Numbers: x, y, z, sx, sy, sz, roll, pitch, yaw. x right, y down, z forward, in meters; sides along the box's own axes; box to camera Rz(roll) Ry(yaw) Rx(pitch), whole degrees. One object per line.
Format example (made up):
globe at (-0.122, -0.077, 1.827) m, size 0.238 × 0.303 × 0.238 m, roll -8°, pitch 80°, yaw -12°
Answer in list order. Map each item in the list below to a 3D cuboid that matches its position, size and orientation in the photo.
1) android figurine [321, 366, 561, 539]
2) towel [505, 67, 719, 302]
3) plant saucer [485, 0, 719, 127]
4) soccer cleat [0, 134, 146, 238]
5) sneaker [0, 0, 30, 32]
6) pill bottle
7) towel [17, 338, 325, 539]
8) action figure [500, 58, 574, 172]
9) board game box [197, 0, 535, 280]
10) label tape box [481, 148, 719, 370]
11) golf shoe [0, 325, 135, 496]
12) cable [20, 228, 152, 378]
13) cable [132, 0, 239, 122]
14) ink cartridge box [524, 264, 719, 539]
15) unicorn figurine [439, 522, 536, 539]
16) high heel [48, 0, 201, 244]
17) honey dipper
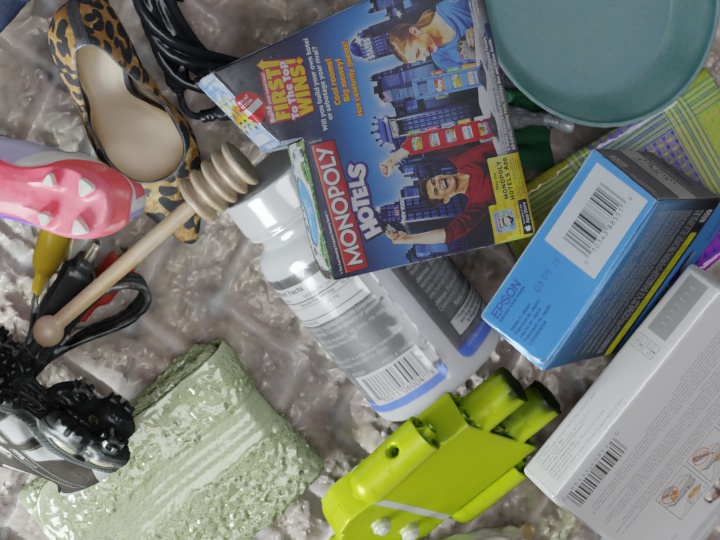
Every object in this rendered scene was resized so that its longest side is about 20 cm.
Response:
android figurine at (0.052, 0.149, 1.597) m, size 0.200 × 0.182 × 0.041 m, roll -41°, pitch 63°, yaw 13°
towel at (0.204, -0.043, 1.625) m, size 0.199 × 0.023 × 0.144 m, roll -34°, pitch 115°, yaw 2°
plant saucer at (0.164, -0.201, 1.567) m, size 0.199 × 0.036 × 0.201 m, roll 1°, pitch 88°, yaw -22°
soccer cleat at (-0.246, -0.068, 1.542) m, size 0.199 × 0.076 × 0.067 m, roll 17°, pitch 101°, yaw 22°
sneaker at (-0.192, -0.233, 1.509) m, size 0.108 × 0.070 × 0.201 m, roll 30°, pitch 95°, yaw 10°
pill bottle at (0.000, 0.000, 1.575) m, size 0.114 × 0.114 × 0.200 m, roll -38°, pitch 103°, yaw 2°
towel at (-0.139, 0.161, 1.633) m, size 0.200 × 0.036 × 0.149 m, roll -39°, pitch 104°, yaw 2°
action figure at (0.056, -0.124, 1.567) m, size 0.199 × 0.055 × 0.119 m, roll -3°, pitch 91°, yaw -20°
board game box at (-0.001, -0.099, 1.490) m, size 0.199 × 0.062 × 0.201 m, roll -12°, pitch 89°, yaw -14°
label tape box at (0.179, -0.010, 1.560) m, size 0.063 × 0.200 × 0.145 m, roll 39°, pitch 106°, yaw 18°
golf shoe at (-0.261, 0.097, 1.555) m, size 0.200 × 0.078 × 0.095 m, roll 35°, pitch 128°, yaw -11°
cable at (-0.227, 0.042, 1.605) m, size 0.097 × 0.050 × 0.200 m, roll 29°, pitch 110°, yaw -24°
cable at (-0.060, -0.202, 1.563) m, size 0.199 × 0.051 × 0.164 m, roll -19°, pitch 99°, yaw 0°
ink cartridge box at (0.240, 0.119, 1.655) m, size 0.200 × 0.045 × 0.176 m, roll -51°, pitch 133°, yaw 1°
unicorn figurine at (0.082, 0.228, 1.634) m, size 0.137 × 0.200 × 0.074 m, roll -5°, pitch 78°, yaw -22°
high heel at (-0.161, -0.096, 1.518) m, size 0.071 × 0.143 × 0.201 m, roll -23°, pitch 103°, yaw 3°
honey dipper at (-0.157, -0.015, 1.544) m, size 0.200 × 0.038 × 0.038 m, roll -39°, pitch 104°, yaw 12°
